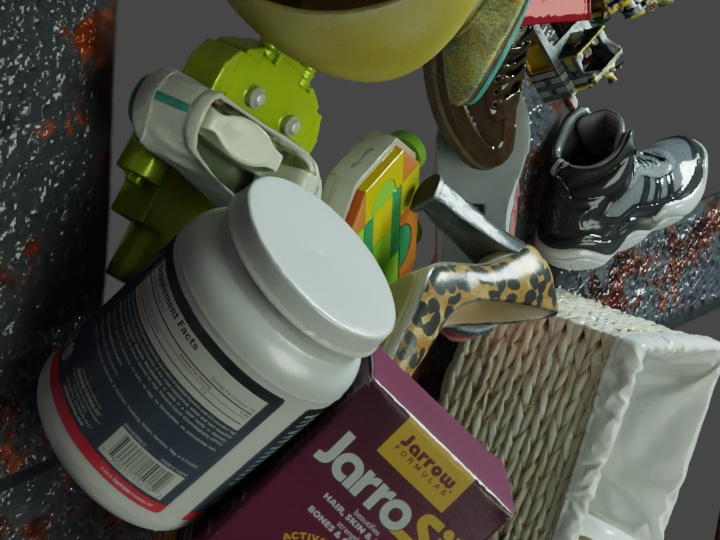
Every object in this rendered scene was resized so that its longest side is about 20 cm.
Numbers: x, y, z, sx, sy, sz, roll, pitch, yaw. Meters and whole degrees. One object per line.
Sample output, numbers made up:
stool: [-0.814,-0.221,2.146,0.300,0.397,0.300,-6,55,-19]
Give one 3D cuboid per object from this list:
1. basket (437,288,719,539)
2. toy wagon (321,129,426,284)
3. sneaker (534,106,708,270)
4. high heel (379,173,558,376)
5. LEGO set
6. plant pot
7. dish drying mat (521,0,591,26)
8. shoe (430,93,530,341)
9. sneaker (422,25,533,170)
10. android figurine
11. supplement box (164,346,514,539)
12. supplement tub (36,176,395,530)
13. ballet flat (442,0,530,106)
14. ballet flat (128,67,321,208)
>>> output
basket: [0.166,0.122,1.728,0.198,0.160,0.201,4,108,-60]
toy wagon: [0.000,0.000,1.537,0.155,0.039,0.201,-49,149,-45]
sneaker: [0.219,-0.087,1.771,0.200,0.075,0.114,-33,135,-35]
high heel: [0.072,0.047,1.503,0.142,0.071,0.201,39,54,-25]
LEGO set: [0.194,-0.205,1.600,0.116,0.153,0.200,57,42,-19]
plant pot: [-0.001,-0.199,1.348,0.200,0.199,0.142,-52,156,-20]
dish drying mat: [0.061,-0.199,1.464,0.198,0.018,0.077,-6,109,-14]
shoe: [0.083,-0.046,1.633,0.091,0.071,0.202,127,-33,-79]
sneaker: [0.087,-0.161,1.525,0.070,0.075,0.201,-41,124,-43]
android figurine: [-0.089,-0.068,1.416,0.201,0.041,0.182,-60,144,-7]
supplement box: [-0.017,0.165,1.373,0.200,0.131,0.103,-45,-171,9]
supplement tub: [-0.090,0.052,1.330,0.200,0.141,0.140,-41,152,23]
ballet flat: [0.092,-0.208,1.425,0.071,0.071,0.201,27,93,-54]
ballet flat: [-0.067,-0.065,1.352,0.200,0.069,0.070,34,81,-53]
